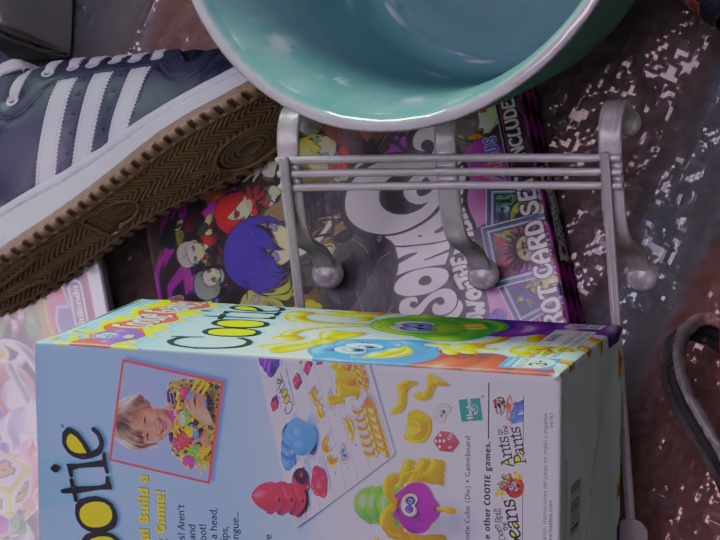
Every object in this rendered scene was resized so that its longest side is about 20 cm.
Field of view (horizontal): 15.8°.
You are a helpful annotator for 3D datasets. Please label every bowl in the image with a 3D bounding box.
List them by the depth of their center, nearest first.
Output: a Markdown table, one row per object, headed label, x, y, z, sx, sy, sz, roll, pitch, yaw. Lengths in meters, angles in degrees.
| label | x | y | z | sx | sy | sz | roll | pitch | yaw |
| --- | --- | --- | --- | --- | --- | --- | --- | --- | --- |
| bowl | 0.038 | -0.147 | 0.996 | 0.200 | 0.105 | 0.202 | -3 | 83 | 29 |

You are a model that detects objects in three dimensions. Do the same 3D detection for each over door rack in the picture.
| label | x | y | z | sx | sy | sz | roll | pitch | yaw |
| --- | --- | --- | --- | --- | --- | --- | --- | --- | --- |
| over door rack | 0.043 | 0.032 | 1.038 | 0.147 | 0.067 | 0.201 | 0 | 97 | 19 |

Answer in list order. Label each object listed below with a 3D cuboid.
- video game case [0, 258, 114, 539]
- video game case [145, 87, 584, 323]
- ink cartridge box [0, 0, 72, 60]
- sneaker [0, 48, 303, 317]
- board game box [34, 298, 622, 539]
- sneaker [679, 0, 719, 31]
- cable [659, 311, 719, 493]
| label | x | y | z | sx | sy | sz | roll | pitch | yaw |
| --- | --- | --- | --- | --- | --- | --- | --- | --- | --- |
| video game case | -0.197 | 0.082 | 1.138 | 0.199 | 0.018 | 0.144 | -11 | 90 | 3 |
| video game case | 0.000 | 0.000 | 1.105 | 0.180 | 0.036 | 0.201 | -14 | 79 | 19 |
| ink cartridge box | -0.234 | -0.169 | 1.187 | 0.199 | 0.086 | 0.149 | 0 | 85 | 19 |
| sneaker | -0.110 | -0.074 | 1.101 | 0.199 | 0.070 | 0.109 | -31 | 66 | 10 |
| board game box | -0.010 | 0.073 | 0.970 | 0.199 | 0.103 | 0.106 | 3 | 100 | 18 |
| sneaker | 0.121 | -0.137 | 1.056 | 0.199 | 0.075 | 0.085 | -4 | 78 | 20 |
| cable | 0.158 | 0.083 | 0.995 | 0.096 | 0.050 | 0.201 | 11 | 60 | 1 |
